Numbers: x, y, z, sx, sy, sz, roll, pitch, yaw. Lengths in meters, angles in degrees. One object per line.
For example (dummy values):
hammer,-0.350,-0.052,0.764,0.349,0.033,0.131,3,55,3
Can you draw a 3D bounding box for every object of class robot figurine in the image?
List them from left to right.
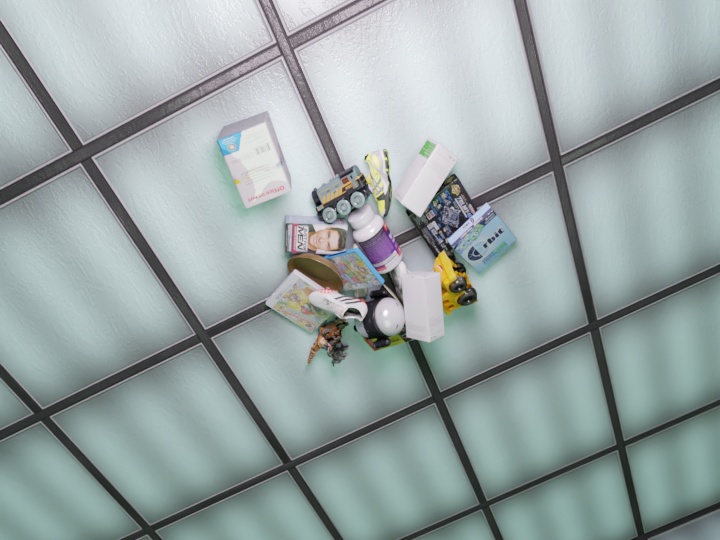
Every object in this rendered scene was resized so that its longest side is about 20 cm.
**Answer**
robot figurine,0.060,0.159,1.770,0.197,0.125,0.153,-16,112,48

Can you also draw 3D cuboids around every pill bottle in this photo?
pill bottle,0.043,-0.101,1.693,0.109,0.112,0.202,-30,117,8

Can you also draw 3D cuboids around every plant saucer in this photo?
plant saucer,-0.138,0.003,1.712,0.193,0.036,0.202,17,151,9

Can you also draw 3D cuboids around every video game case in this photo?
video game case,-0.188,0.106,1.783,0.197,0.023,0.182,34,124,-22
video game case,-0.032,0.001,1.684,0.197,0.018,0.144,-11,127,49

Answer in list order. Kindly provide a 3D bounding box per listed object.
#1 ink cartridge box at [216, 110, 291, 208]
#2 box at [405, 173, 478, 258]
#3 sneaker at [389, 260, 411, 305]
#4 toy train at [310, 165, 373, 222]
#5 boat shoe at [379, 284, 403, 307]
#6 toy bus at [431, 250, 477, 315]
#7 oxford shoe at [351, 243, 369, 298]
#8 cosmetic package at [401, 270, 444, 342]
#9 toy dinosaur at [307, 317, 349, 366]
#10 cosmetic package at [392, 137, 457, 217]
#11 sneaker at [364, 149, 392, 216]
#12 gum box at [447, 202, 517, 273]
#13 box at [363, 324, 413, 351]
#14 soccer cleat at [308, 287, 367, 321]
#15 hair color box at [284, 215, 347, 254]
ink cartridge box,-0.292,-0.312,1.519,0.142,0.146,0.205,-18,118,2
box,0.274,-0.168,1.728,0.196,0.050,0.201,-37,118,8
sneaker,0.157,0.027,1.789,0.097,0.079,0.203,-30,142,-9
toy train,-0.059,-0.228,1.623,0.195,0.085,0.117,-25,101,22
boat shoe,0.118,0.131,1.839,0.062,0.074,0.203,-35,121,1
toy bus,0.267,0.056,1.777,0.189,0.139,0.199,-31,140,17
oxford shoe,0.000,0.000,1.758,0.055,0.076,0.206,-5,124,1
cosmetic package,0.197,0.110,1.701,0.083,0.106,0.208,-13,104,-39
toy dinosaur,-0.108,0.249,1.873,0.136,0.103,0.199,44,122,-9
cosmetic package,0.191,-0.278,1.609,0.083,0.108,0.203,30,100,-22
sneaker,0.055,-0.265,1.645,0.073,0.076,0.207,-2,112,10
gum box,0.396,-0.100,1.744,0.169,0.045,0.198,-43,136,14
box,0.104,0.215,1.844,0.196,0.051,0.076,-21,122,38
soccer cleat,-0.072,0.111,1.706,0.192,0.086,0.071,14,120,-3
hair color box,-0.141,-0.110,1.690,0.192,0.061,0.102,1,116,-10
